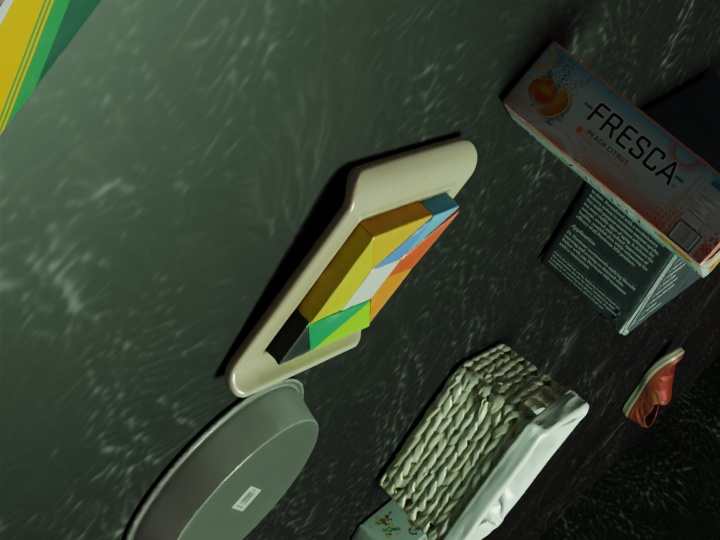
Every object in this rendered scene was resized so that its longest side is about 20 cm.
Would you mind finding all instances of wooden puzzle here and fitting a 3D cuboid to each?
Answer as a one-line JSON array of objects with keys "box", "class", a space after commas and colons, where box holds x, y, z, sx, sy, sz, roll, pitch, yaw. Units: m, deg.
[{"box": [0.000, 0.000, 1.226, 0.185, 0.037, 0.201, -21, 148, -57], "class": "wooden puzzle"}]

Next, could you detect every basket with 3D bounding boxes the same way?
[{"box": [0.131, 0.192, 1.831, 0.201, 0.123, 0.135, -56, 162, 26], "class": "basket"}]

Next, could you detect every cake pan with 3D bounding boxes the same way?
[{"box": [-0.105, 0.173, 1.342, 0.200, 0.037, 0.201, -44, 162, -18], "class": "cake pan"}]

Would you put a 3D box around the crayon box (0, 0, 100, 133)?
[{"box": [-0.162, -0.106, 0.545, 0.119, 0.058, 0.200, -51, 163, 7], "class": "crayon box"}]

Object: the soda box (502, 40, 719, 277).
[{"box": [0.204, -0.084, 1.271, 0.064, 0.200, 0.068, -49, 165, 2], "class": "soda box"}]

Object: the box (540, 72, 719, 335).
[{"box": [0.317, -0.071, 1.718, 0.200, 0.124, 0.197, -29, 156, -47], "class": "box"}]

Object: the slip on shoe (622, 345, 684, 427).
[{"box": [0.532, 0.206, 2.981, 0.074, 0.061, 0.201, -31, 155, -40], "class": "slip on shoe"}]

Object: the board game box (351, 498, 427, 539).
[{"box": [0.060, 0.318, 2.034, 0.200, 0.064, 0.148, -35, 158, -43], "class": "board game box"}]
